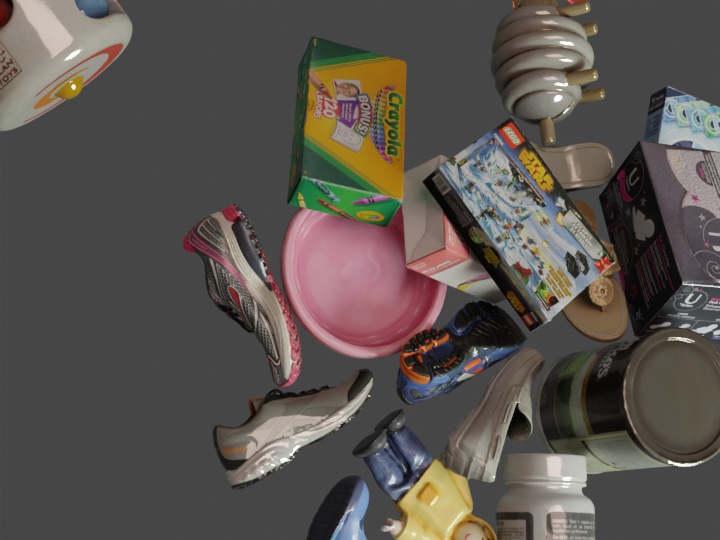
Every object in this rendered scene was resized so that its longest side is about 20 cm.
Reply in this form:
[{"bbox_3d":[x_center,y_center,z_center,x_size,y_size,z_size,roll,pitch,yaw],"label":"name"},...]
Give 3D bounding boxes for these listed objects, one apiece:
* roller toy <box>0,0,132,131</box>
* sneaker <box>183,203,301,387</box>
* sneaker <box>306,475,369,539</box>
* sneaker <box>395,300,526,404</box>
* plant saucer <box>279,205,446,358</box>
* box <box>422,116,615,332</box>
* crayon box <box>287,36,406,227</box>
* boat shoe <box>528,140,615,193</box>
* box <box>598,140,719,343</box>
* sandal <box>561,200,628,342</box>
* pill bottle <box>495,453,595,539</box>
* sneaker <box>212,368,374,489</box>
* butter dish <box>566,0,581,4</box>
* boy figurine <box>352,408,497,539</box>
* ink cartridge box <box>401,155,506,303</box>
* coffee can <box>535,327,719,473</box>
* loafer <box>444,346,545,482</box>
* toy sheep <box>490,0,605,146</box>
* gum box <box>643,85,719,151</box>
[{"bbox_3d":[-0.330,-0.233,1.322,0.199,0.182,0.141,-38,95,-23],"label":"roller toy"},{"bbox_3d":[-0.121,0.033,1.418,0.074,0.081,0.202,-25,87,1],"label":"sneaker"},{"bbox_3d":[-0.018,0.321,1.399,0.081,0.074,0.203,17,81,-19],"label":"sneaker"},{"bbox_3d":[0.109,0.095,1.495,0.198,0.079,0.076,-16,58,-38],"label":"sneaker"},{"bbox_3d":[0.000,0.000,1.478,0.197,0.051,0.204,5,77,-20],"label":"plant saucer"},{"bbox_3d":[0.174,-0.053,1.426,0.136,0.040,0.201,-34,88,-37],"label":"box"},{"bbox_3d":[-0.013,-0.155,1.464,0.117,0.058,0.203,12,56,-15],"label":"crayon box"},{"bbox_3d":[0.210,-0.121,1.578,0.197,0.062,0.076,-8,80,-25],"label":"boat shoe"},{"bbox_3d":[0.375,-0.033,1.516,0.130,0.115,0.202,5,56,-18],"label":"box"},{"bbox_3d":[0.260,-0.019,1.519,0.076,0.070,0.214,-7,46,2],"label":"sandal"},{"bbox_3d":[0.206,0.309,1.464,0.111,0.113,0.203,6,78,-20],"label":"pill bottle"},{"bbox_3d":[-0.069,0.154,1.411,0.199,0.074,0.080,-29,86,-23],"label":"sneaker"},{"bbox_3d":[0.294,-0.472,1.634,0.199,0.148,0.200,-40,94,-23],"label":"butter dish"},{"bbox_3d":[0.075,0.256,1.451,0.124,0.064,0.201,-39,93,-26],"label":"boy figurine"},{"bbox_3d":[0.136,-0.038,1.495,0.199,0.067,0.118,22,56,-41],"label":"ink cartridge box"},{"bbox_3d":[0.307,0.152,1.487,0.144,0.200,0.149,4,78,-20],"label":"coffee can"},{"bbox_3d":[0.164,0.164,1.478,0.069,0.071,0.200,25,49,18],"label":"loafer"},{"bbox_3d":[0.220,-0.244,1.569,0.136,0.138,0.203,9,63,-19],"label":"toy sheep"},{"bbox_3d":[0.435,-0.110,1.673,0.168,0.044,0.203,18,73,-17],"label":"gum box"}]
